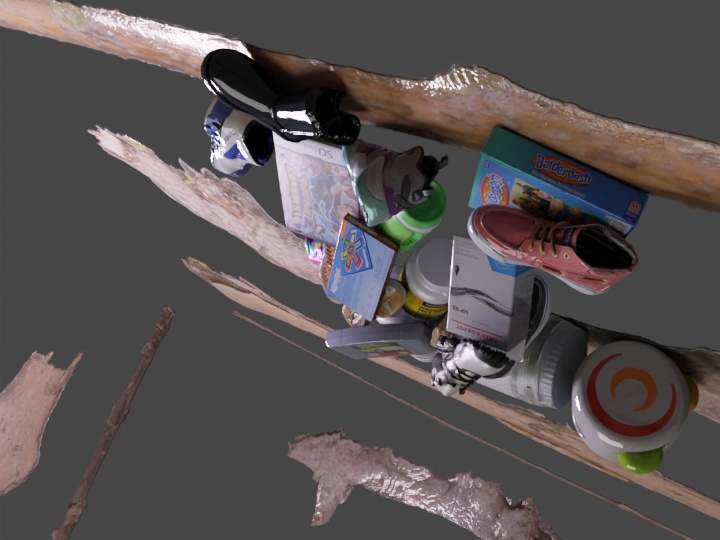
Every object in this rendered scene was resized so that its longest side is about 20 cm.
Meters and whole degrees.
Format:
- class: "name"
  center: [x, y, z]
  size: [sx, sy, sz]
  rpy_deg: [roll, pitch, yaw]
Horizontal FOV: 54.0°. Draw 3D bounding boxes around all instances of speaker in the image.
- class: "speaker"
  center: [0.071, -0.084, 1.124]
  size: [0.087, 0.090, 0.200]
  rpy_deg: [31, 164, -5]

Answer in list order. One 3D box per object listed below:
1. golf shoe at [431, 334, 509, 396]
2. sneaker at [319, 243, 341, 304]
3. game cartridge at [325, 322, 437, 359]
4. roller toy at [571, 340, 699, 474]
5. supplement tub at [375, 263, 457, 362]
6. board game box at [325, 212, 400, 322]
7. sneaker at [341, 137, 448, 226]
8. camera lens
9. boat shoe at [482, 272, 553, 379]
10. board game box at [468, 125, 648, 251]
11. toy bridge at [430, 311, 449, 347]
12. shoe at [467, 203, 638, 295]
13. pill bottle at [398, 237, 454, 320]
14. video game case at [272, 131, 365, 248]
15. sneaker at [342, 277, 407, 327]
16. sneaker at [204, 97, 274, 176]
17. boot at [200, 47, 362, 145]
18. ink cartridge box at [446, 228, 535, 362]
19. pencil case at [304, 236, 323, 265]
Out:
- class: "golf shoe"
  center: [0.165, 0.157, 1.101]
  size: [0.077, 0.096, 0.200]
  rpy_deg: [25, 171, -9]
- class: "sneaker"
  center: [-0.028, -0.041, 1.286]
  size: [0.070, 0.080, 0.204]
  rpy_deg: [14, 117, 30]
- class: "game cartridge"
  center: [0.040, 0.135, 1.348]
  size: [0.196, 0.042, 0.133]
  rpy_deg: [-8, 156, 23]
- class: "roller toy"
  center: [0.448, 0.222, 1.185]
  size: [0.181, 0.201, 0.140]
  rpy_deg: [33, 167, 27]
- class: "supplement tub"
  center: [0.116, 0.092, 1.463]
  size: [0.139, 0.142, 0.200]
  rpy_deg: [18, 160, 36]
- class: "board game box"
  center: [0.000, 0.000, 1.194]
  size: [0.102, 0.020, 0.202]
  rpy_deg: [31, 142, 11]
- class: "sneaker"
  center: [0.053, -0.141, 0.981]
  size: [0.202, 0.137, 0.079]
  rpy_deg: [-107, -1, -51]
- class: "camera lens"
  center: [0.289, 0.147, 1.281]
  size: [0.197, 0.162, 0.160]
  rpy_deg: [17, 159, 38]
- class: "boat shoe"
  center: [0.248, 0.096, 1.161]
  size: [0.066, 0.203, 0.070]
  rpy_deg: [-9, -137, -48]
- class: "board game box"
  center: [0.238, -0.087, 0.889]
  size: [0.197, 0.046, 0.153]
  rpy_deg: [27, 164, 11]
- class: "toy bridge"
  center: [0.186, 0.082, 1.312]
  size: [0.027, 0.069, 0.199]
  rpy_deg: [19, -157, 25]
- class: "shoe"
  center: [0.230, -0.037, 0.852]
  size: [0.197, 0.073, 0.091]
  rpy_deg: [25, 163, 1]
- class: "pill bottle"
  center: [0.129, 0.015, 1.262]
  size: [0.111, 0.114, 0.200]
  rpy_deg: [28, 164, 5]
- class: "video game case"
  center: [-0.062, -0.131, 1.173]
  size: [0.178, 0.025, 0.203]
  rpy_deg: [21, 134, 29]
- class: "sneaker"
  center: [0.038, 0.044, 1.302]
  size: [0.076, 0.087, 0.199]
  rpy_deg: [57, 149, -1]
- class: "sneaker"
  center: [-0.201, -0.211, 1.240]
  size: [0.114, 0.081, 0.200]
  rpy_deg: [30, 162, 9]
- class: "boot"
  center: [-0.107, -0.243, 0.980]
  size: [0.199, 0.078, 0.167]
  rpy_deg: [34, 169, -35]
- class: "ink cartridge box"
  center: [0.201, 0.046, 1.096]
  size: [0.114, 0.066, 0.204]
  rpy_deg: [17, 114, 37]
- class: "pencil case"
  center: [-0.029, -0.036, 1.448]
  size: [0.198, 0.089, 0.088]
  rpy_deg: [15, 158, 45]
